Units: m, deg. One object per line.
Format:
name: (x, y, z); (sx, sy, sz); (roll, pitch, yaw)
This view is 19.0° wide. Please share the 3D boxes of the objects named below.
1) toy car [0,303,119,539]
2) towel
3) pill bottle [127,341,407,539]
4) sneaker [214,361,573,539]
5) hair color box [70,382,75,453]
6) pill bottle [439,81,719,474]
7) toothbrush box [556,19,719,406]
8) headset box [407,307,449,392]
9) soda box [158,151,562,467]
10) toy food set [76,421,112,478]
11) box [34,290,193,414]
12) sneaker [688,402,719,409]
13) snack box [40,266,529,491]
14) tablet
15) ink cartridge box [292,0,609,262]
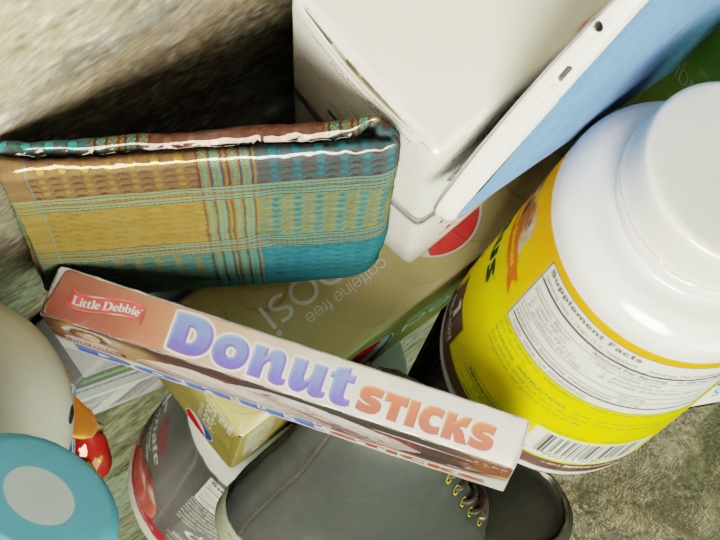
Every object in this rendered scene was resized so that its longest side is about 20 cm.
toy car: (-0.152, 0.078, 0.806); (0.185, 0.177, 0.200); (-56, 174, 35)
towel: (-0.060, -0.023, 0.837); (0.146, 0.022, 0.200); (-5, 167, -3)
pill bottle: (-0.046, 0.084, 1.119); (0.111, 0.111, 0.200); (-31, 171, -29)
sneaker: (0.041, 0.101, 1.006); (0.200, 0.075, 0.106); (3, 140, -37)
hair color box: (-0.186, 0.103, 0.976); (0.100, 0.061, 0.200); (2, 161, -12)
pill bottle: (0.111, 0.004, 0.878); (0.109, 0.109, 0.200); (-31, 169, -28)
toothbrush box: (0.159, -0.054, 0.995); (0.086, 0.146, 0.200); (-9, 142, -25)
headset box: (0.079, 0.053, 1.168); (0.149, 0.077, 0.200); (-53, -176, 43)
soda box: (0.000, 0.000, 0.981); (0.200, 0.068, 0.064); (-36, 170, -17)
toy food set: (-0.230, 0.153, 1.253); (0.200, 0.049, 0.198); (-38, 171, 17)
box: (-0.079, 0.002, 1.049); (0.200, 0.041, 0.156); (-39, 172, 26)
sneaker: (0.177, 0.050, 1.215); (0.067, 0.090, 0.200); (-58, -176, -36)
snack box: (-0.030, 0.046, 0.886); (0.072, 0.199, 0.024); (88, 20, -78)
tablet: (0.110, -0.091, 0.806); (0.200, 0.014, 0.130); (-34, 169, -50)
ink cartridge box: (0.050, -0.094, 0.857); (0.146, 0.085, 0.200); (-40, 174, -8)
